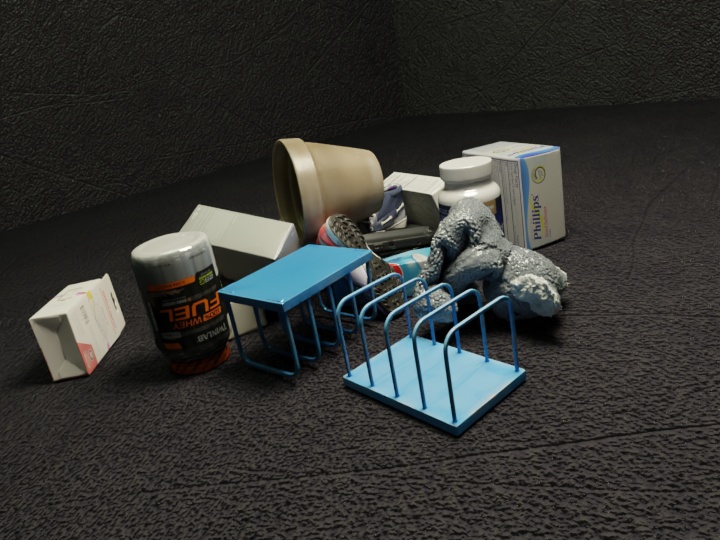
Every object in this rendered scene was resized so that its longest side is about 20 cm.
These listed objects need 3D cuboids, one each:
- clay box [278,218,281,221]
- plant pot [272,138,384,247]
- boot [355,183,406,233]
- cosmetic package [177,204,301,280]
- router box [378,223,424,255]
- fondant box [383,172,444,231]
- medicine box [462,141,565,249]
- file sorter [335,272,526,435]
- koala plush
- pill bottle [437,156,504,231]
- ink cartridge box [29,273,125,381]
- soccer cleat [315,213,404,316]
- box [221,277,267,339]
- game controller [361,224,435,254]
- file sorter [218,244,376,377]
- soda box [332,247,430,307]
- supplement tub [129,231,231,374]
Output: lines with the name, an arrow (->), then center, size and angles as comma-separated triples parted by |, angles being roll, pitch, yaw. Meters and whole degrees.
clay box -> -0.166, -0.039, 1.185 | 0.115, 0.047, 0.201 | -49, 19, 38
plant pot -> -0.056, -0.153, 1.093 | 0.172, 0.203, 0.200 | -13, 19, -20
boot -> 0.017, -0.106, 1.188 | 0.072, 0.091, 0.199 | 13, 33, 39
cosmetic package -> -0.205, -0.038, 1.033 | 0.198, 0.107, 0.091 | 14, 58, 22
router box -> 0.016, -0.054, 1.265 | 0.198, 0.052, 0.149 | -20, 22, -19
fondant box -> 0.139, -0.131, 1.266 | 0.058, 0.145, 0.199 | -40, 29, -16
medicine box -> 0.310, -0.158, 1.200 | 0.102, 0.184, 0.200 | -18, 21, -19
file sorter -> 0.082, 0.089, 0.742 | 0.138, 0.124, 0.199 | -25, 24, -36
koala plush -> 0.205, 0.004, 0.863 | 0.198, 0.186, 0.177 | 22, 16, 21
pill bottle -> 0.201, -0.099, 1.071 | 0.114, 0.202, 0.116 | -10, 20, 4
ink cartridge box -> -0.493, 0.093, 1.044 | 0.067, 0.118, 0.200 | -11, 19, 0
soccer cleat -> 0.000, 0.000, 0.994 | 0.068, 0.201, 0.073 | -33, -8, -43
box -> -0.249, 0.056, 1.085 | 0.081, 0.069, 0.199 | -20, 22, -25
game controller -> 0.048, -0.056, 1.103 | 0.198, 0.043, 0.104 | -9, 10, -25
file sorter -> -0.085, 0.055, 0.899 | 0.138, 0.124, 0.199 | 6, 25, 39
soda box -> 0.050, 0.011, 1.057 | 0.197, 0.065, 0.068 | -10, 19, 4
supplement tub -> -0.273, 0.050, 0.917 | 0.121, 0.202, 0.123 | -9, 20, 3
